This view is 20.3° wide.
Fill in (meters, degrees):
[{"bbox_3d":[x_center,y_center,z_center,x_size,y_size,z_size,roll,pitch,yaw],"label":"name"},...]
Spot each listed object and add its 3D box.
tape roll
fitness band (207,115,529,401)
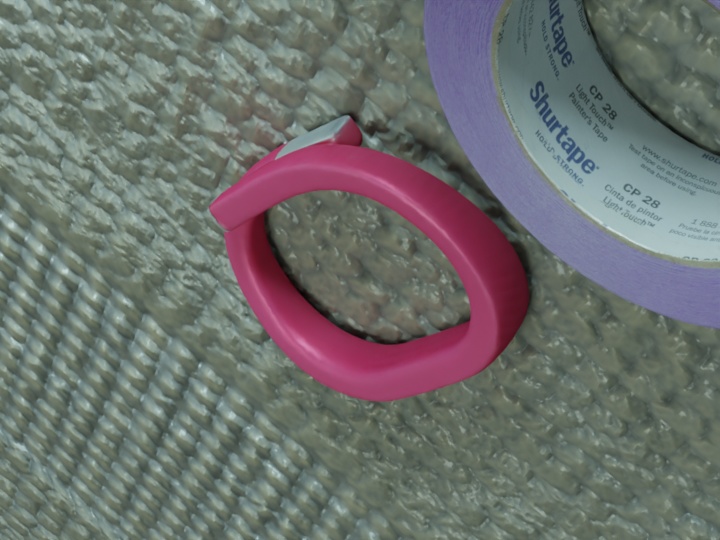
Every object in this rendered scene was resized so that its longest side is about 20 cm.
[{"bbox_3d":[0.122,-0.074,0.759,0.200,0.066,0.201,28,144,22],"label":"tape roll"},{"bbox_3d":[0.000,0.000,1.003,0.144,0.037,0.200,51,148,-11],"label":"fitness band"}]
